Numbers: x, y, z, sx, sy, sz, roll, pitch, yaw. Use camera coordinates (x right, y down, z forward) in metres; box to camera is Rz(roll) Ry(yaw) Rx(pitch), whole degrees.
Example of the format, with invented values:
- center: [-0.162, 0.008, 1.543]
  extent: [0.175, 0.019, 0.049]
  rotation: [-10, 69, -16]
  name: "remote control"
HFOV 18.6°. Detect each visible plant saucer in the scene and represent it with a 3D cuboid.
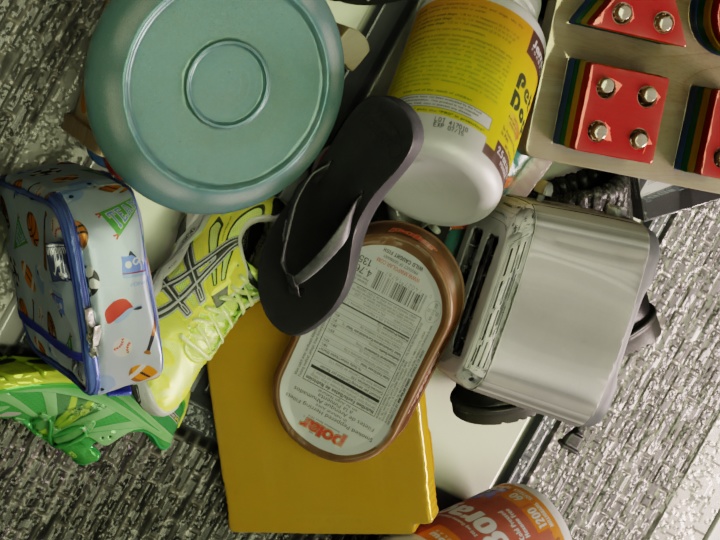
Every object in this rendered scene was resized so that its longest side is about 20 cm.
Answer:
- center: [-0.099, -0.135, 1.577]
  extent: [0.199, 0.027, 0.201]
  rotation: [-6, 107, -21]
  name: "plant saucer"

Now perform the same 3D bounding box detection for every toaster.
- center: [0.138, 0.034, 1.708]
  extent: [0.129, 0.114, 0.201]
  rotation: [16, 96, -18]
  name: "toaster"

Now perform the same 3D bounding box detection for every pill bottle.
- center: [0.079, -0.141, 1.697]
  extent: [0.109, 0.109, 0.201]
  rotation: [35, 55, -23]
  name: "pill bottle"
- center: [0.073, 0.254, 1.787]
  extent: [0.200, 0.112, 0.113]
  rotation: [-19, 110, -40]
  name: "pill bottle"

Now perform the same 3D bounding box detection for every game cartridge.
- center: [-0.032, 0.114, 1.748]
  extent: [0.175, 0.032, 0.201]
  rotation: [-1, 109, 17]
  name: "game cartridge"

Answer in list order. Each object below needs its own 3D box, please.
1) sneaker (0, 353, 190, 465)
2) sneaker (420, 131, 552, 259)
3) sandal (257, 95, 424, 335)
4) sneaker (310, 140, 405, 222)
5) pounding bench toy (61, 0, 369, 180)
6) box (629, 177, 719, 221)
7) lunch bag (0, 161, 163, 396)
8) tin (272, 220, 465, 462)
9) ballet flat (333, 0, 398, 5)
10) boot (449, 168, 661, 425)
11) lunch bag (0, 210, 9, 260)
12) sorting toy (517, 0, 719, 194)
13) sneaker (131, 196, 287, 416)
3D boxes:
- center: [-0.229, 0.110, 1.701]
  extent: [0.199, 0.074, 0.084]
  rotation: [4, 97, -21]
  name: "sneaker"
- center: [0.081, -0.060, 1.774]
  extent: [0.080, 0.071, 0.200]
  rotation: [38, 76, -19]
  name: "sneaker"
- center: [-0.026, -0.043, 1.625]
  extent: [0.043, 0.076, 0.201]
  rotation: [-10, 132, -60]
  name: "sandal"
- center: [0.000, -0.001, 1.746]
  extent: [0.070, 0.093, 0.201]
  rotation: [-6, 104, -18]
  name: "sneaker"
- center: [-0.105, -0.132, 1.661]
  extent: [0.199, 0.124, 0.157]
  rotation: [14, 98, -23]
  name: "pounding bench toy"
- center: [0.280, -0.159, 1.832]
  extent: [0.157, 0.050, 0.201]
  rotation: [-16, 107, -16]
  name: "box"
- center: [-0.207, 0.008, 1.617]
  extent: [0.075, 0.200, 0.161]
  rotation: [-11, 106, -20]
  name: "lunch bag"
- center: [0.003, 0.057, 1.683]
  extent: [0.112, 0.042, 0.201]
  rotation: [29, 113, 10]
  name: "tin"
- center: [-0.011, -0.237, 1.700]
  extent: [0.199, 0.068, 0.068]
  rotation: [-7, 104, -18]
  name: "ballet flat"
- center: [0.147, 0.018, 1.808]
  extent: [0.211, 0.079, 0.158]
  rotation: [-30, 118, -22]
  name: "boot"
- center: [-0.374, -0.052, 1.578]
  extent: [0.167, 0.139, 0.200]
  rotation: [-24, 112, 12]
  name: "lunch bag"
- center: [0.246, -0.170, 1.749]
  extent: [0.199, 0.070, 0.200]
  rotation: [10, 96, -20]
  name: "sorting toy"
- center: [-0.118, 0.019, 1.681]
  extent: [0.075, 0.076, 0.201]
  rotation: [40, 66, -46]
  name: "sneaker"
